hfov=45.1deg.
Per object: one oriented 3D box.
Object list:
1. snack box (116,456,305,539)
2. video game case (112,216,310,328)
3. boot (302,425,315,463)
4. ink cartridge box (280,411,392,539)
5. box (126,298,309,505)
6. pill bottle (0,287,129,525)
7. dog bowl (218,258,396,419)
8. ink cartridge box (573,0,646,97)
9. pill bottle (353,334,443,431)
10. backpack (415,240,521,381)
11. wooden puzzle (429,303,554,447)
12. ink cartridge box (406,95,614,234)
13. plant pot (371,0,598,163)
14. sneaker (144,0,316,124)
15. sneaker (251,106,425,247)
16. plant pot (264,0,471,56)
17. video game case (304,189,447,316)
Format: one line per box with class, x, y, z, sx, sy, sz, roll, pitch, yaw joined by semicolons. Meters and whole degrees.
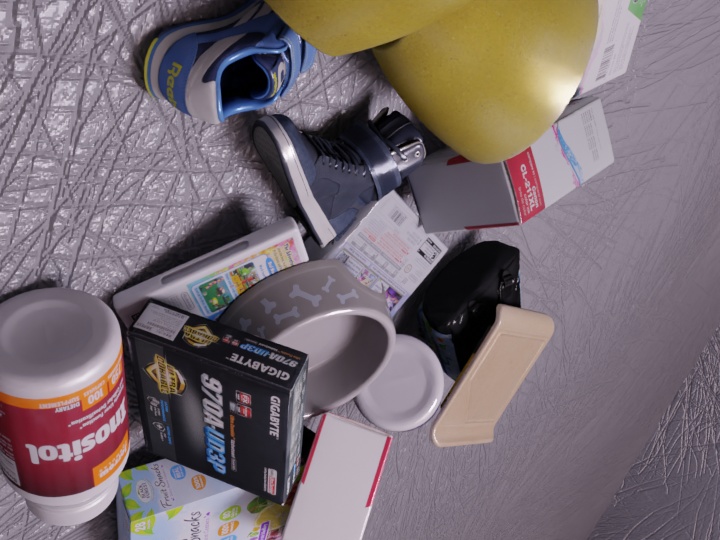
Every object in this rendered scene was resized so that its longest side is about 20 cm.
snack box;-0.172;0.269;0.983;0.197;0.068;0.170;-13;140;-24
video game case;-0.126;0.050;0.865;0.180;0.024;0.201;-25;144;-7
boot;-0.082;0.190;1.071;0.164;0.066;0.201;-36;142;-2
ink cartridge box;-0.026;0.253;0.992;0.200;0.083;0.147;94;14;-75
box;-0.132;0.128;0.816;0.202;0.157;0.046;99;13;-47
pill bottle;-0.254;0.123;0.736;0.112;0.113;0.202;-27;142;-34
dog bowl;-0.052;0.080;0.882;0.198;0.059;0.202;-19;142;-16
ink cartridge box;0.232;-0.277;0.986;0.199;0.087;0.147;-30;143;-33
pill bottle;0.051;0.150;1.123;0.116;0.115;0.200;-48;170;-5
backpack;0.156;0.074;1.219;0.163;0.153;0.201;-44;130;-20
wooden puzzle;0.176;0.141;1.171;0.184;0.037;0.202;12;107;-56
ink cartridge box;0.173;-0.120;0.985;0.199;0.145;0.084;-30;107;-38
plant pot;0.089;-0.216;0.777;0.141;0.200;0.202;18;110;-30
sneaker;-0.072;-0.176;0.695;0.199;0.082;0.075;-37;146;-26
sneaker;-0.016;-0.117;0.820;0.145;0.077;0.203;-36;157;-3
plant pot;-0.005;-0.238;0.610;0.142;0.201;0.199;-43;152;19
video game case;0.000;0.000;1.005;0.182;0.045;0.200;-51;149;1
